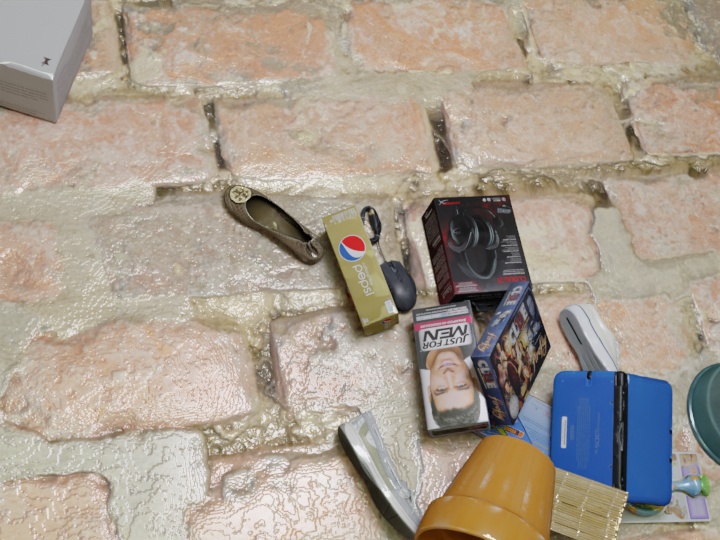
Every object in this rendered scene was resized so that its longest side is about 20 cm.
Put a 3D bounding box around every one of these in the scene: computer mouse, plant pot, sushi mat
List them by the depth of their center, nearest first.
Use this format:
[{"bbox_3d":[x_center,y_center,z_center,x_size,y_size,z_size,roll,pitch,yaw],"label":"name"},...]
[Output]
[{"bbox_3d":[0.203,0.355,1.400,0.198,0.201,0.184,30,55,0],"label":"plant pot"},{"bbox_3d":[0.306,0.356,1.469,0.198,0.012,0.097,15,71,25],"label":"sushi mat"},{"bbox_3d":[0.685,0.220,1.588,0.197,0.196,0.203,5,65,-12],"label":"plant pot"},{"bbox_3d":[0.046,-0.024,1.615,0.058,0.034,0.202,-17,71,-20],"label":"computer mouse"}]

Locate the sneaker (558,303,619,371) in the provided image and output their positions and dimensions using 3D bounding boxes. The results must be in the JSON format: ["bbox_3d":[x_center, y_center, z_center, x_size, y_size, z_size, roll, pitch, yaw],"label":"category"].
[{"bbox_3d":[0.414,0.144,1.618,0.070,0.073,0.202,-14,74,-27],"label":"sneaker"}]

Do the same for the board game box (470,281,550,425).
[{"bbox_3d":[0.245,0.130,1.524,0.200,0.034,0.137,-52,128,-45],"label":"board game box"}]

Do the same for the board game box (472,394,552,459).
[{"bbox_3d":[0.263,0.251,1.557,0.198,0.019,0.104,28,62,-2],"label":"board game box"}]

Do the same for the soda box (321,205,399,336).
[{"bbox_3d":[0.000,0.000,1.565,0.063,0.068,0.202,-20,72,-3],"label":"soda box"}]

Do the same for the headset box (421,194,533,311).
[{"bbox_3d":[0.201,-0.023,1.633,0.147,0.077,0.203,-3,66,-17],"label":"headset box"}]

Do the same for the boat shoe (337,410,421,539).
[{"bbox_3d":[0.039,0.310,1.442,0.064,0.075,0.203,-27,69,-20],"label":"boat shoe"}]

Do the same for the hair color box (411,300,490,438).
[{"bbox_3d":[0.145,0.158,1.528,0.097,0.061,0.203,-9,67,6],"label":"hair color box"}]

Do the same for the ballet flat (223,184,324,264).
[{"bbox_3d":[-0.142,-0.083,1.583,0.199,0.046,0.068,38,62,4],"label":"ballet flat"}]

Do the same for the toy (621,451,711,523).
[{"bbox_3d":[0.484,0.351,1.557,0.197,0.047,0.117,3,65,-14],"label":"toy"}]

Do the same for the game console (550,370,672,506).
[{"bbox_3d":[0.407,0.271,1.535,0.169,0.118,0.203,-3,74,30],"label":"game console"}]

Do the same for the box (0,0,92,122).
[{"bbox_3d":[-0.564,-0.383,1.557,0.196,0.131,0.202,17,63,-8],"label":"box"}]
